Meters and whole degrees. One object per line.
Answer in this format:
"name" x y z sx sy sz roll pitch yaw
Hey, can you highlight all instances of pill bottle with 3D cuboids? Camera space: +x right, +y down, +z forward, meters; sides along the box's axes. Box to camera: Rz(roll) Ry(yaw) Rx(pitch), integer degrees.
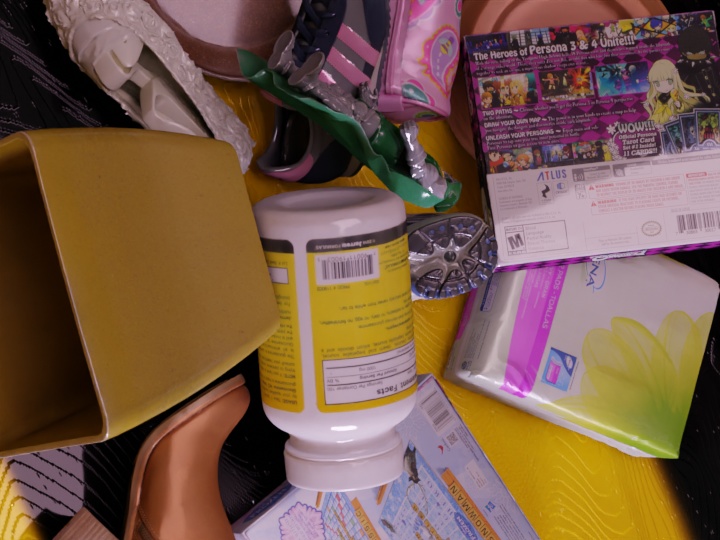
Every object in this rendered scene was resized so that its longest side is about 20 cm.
"pill bottle" -0.018 0.048 1.563 0.112 0.112 0.201 -10 103 -27

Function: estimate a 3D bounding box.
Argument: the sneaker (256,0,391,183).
"sneaker" -0.030 -0.153 1.610 0.082 0.070 0.201 -13 120 -35

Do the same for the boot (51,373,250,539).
"boot" -0.107 0.186 1.555 0.155 0.077 0.200 42 72 1

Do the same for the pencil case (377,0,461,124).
"pencil case" 0.037 -0.212 1.689 0.087 0.087 0.201 10 82 -25

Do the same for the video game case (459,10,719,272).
"video game case" 0.185 -0.099 1.688 0.199 0.036 0.182 -7 81 -7

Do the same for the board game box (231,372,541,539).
"board game box" 0.029 0.215 1.660 0.199 0.041 0.200 -37 100 -25

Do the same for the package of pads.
"package of pads" 0.177 0.044 1.741 0.199 0.068 0.155 23 75 -23

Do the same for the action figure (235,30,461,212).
"action figure" 0.009 -0.096 1.577 0.055 0.118 0.200 -50 133 2

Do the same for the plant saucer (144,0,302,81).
"plant saucer" -0.091 -0.240 1.645 0.200 0.037 0.201 -1 92 -22

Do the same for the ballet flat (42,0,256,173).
"ballet flat" -0.151 -0.134 1.587 0.200 0.072 0.072 45 67 -15

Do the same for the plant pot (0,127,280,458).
"plant pot" -0.173 0.004 1.509 0.176 0.200 0.201 -16 91 -38

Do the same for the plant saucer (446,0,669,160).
"plant saucer" 0.158 -0.160 1.734 0.199 0.037 0.201 1 80 -6

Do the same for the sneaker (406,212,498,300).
"sneaker" 0.000 0.000 1.658 0.199 0.085 0.077 -10 103 -6
